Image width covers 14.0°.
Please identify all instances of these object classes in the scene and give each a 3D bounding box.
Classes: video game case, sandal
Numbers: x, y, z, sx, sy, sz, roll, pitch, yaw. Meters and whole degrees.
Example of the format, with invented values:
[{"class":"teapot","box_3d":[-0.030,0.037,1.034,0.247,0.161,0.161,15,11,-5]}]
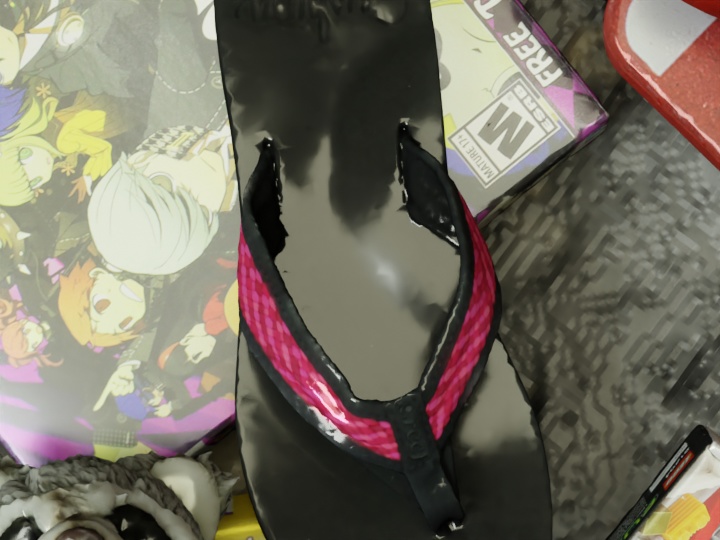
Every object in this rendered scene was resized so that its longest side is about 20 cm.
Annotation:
[{"class":"video game case","box_3d":[-0.064,-0.060,0.785,0.181,0.036,0.200,-38,87,0]},{"class":"sandal","box_3d":[0.000,0.000,0.729,0.075,0.045,0.201,-10,80,-5]}]

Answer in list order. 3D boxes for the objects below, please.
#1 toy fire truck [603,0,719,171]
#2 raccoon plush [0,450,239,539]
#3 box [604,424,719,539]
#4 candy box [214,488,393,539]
[{"class":"toy fire truck","box_3d":[0.163,-0.084,0.745,0.200,0.112,0.168,-45,87,-3]},{"class":"raccoon plush","box_3d":[-0.082,0.134,0.732,0.096,0.200,0.134,10,49,-22]},{"class":"box","box_3d":[0.066,0.151,0.744,0.110,0.035,0.200,38,95,-1]},{"class":"candy box","box_3d":[-0.083,0.118,0.765,0.199,0.026,0.103,-10,105,0]}]
